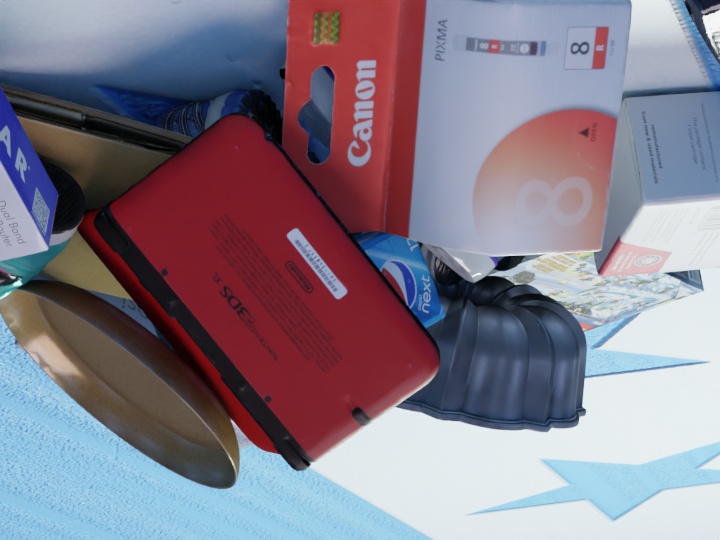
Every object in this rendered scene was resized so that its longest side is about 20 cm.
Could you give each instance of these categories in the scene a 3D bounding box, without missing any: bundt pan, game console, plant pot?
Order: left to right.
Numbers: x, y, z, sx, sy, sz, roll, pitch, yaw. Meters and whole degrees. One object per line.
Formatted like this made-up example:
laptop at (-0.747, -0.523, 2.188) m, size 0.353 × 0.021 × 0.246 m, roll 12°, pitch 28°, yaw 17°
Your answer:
plant pot at (-0.154, 0.070, 1.325) m, size 0.200 × 0.028 × 0.200 m, roll 32°, pitch 158°, yaw 15°
game console at (-0.067, 0.012, 1.237) m, size 0.172 × 0.200 × 0.119 m, roll -36°, pitch -169°, yaw 16°
bundt pan at (0.067, 0.044, 1.394) m, size 0.201 × 0.076 × 0.202 m, roll 13°, pitch -168°, yaw -3°

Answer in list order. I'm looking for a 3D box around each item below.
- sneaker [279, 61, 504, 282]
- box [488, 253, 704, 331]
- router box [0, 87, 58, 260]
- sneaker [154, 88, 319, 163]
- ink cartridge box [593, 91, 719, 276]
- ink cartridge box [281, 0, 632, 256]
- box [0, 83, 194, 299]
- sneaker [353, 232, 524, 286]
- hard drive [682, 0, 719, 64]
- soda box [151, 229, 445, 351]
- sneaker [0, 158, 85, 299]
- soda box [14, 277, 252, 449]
sneaker at (0.059, -0.105, 1.265) m, size 0.200 × 0.147 × 0.081 m, roll 46°, pitch 174°, yaw -23°
box at (0.171, 0.001, 1.619) m, size 0.136 × 0.040 × 0.200 m, roll -21°, pitch 156°, yaw 30°
router box at (-0.287, -0.079, 1.100) m, size 0.179 × 0.049 × 0.200 m, roll -12°, pitch 132°, yaw 13°
sneaker at (-0.080, -0.057, 1.335) m, size 0.085 × 0.077 × 0.200 m, roll -1°, pitch 150°, yaw 17°
ink cartridge box at (0.270, -0.063, 1.415) m, size 0.199 × 0.086 × 0.148 m, roll -6°, pitch 160°, yaw -9°
ink cartridge box at (0.055, -0.088, 1.188) m, size 0.199 × 0.050 × 0.163 m, roll -4°, pitch 116°, yaw -17°
box at (-0.190, -0.046, 1.296) m, size 0.163 × 0.021 × 0.200 m, roll 14°, pitch 150°, yaw -9°
sneaker at (0.056, -0.051, 1.423) m, size 0.115 × 0.076 × 0.200 m, roll 27°, pitch -162°, yaw 21°
hard drive at (0.277, -0.155, 1.229) m, size 0.134 × 0.043 × 0.200 m, roll -16°, pitch 158°, yaw 21°
soda box at (-0.044, 0.027, 1.303) m, size 0.199 × 0.068 × 0.064 m, roll -15°, pitch -170°, yaw 44°
sneaker at (-0.281, -0.035, 1.244) m, size 0.199 × 0.084 × 0.121 m, roll 18°, pitch 140°, yaw -13°
soda box at (-0.154, 0.063, 1.464) m, size 0.063 × 0.068 × 0.200 m, roll -22°, pitch 137°, yaw 33°
